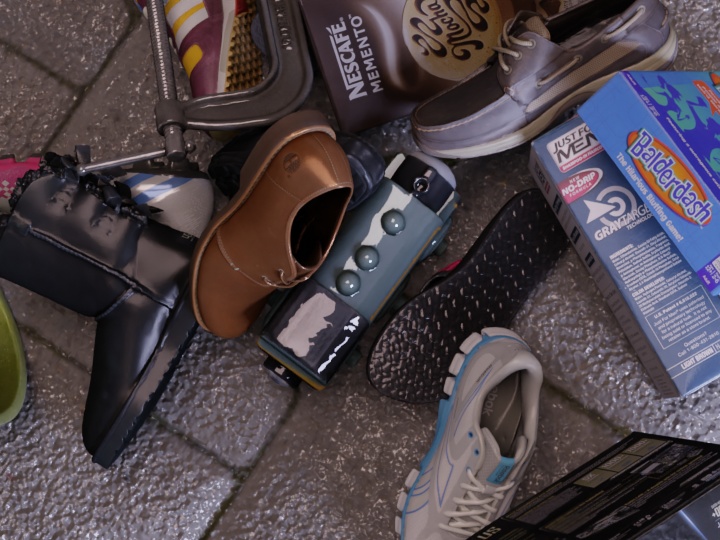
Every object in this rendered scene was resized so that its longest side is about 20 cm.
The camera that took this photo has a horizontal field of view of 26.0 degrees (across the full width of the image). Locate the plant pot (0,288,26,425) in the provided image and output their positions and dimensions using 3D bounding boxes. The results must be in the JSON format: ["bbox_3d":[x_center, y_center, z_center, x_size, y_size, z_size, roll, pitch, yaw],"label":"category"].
[{"bbox_3d":[-0.381,0.066,1.137,0.190,0.200,0.201,-29,74,12],"label":"plant pot"}]

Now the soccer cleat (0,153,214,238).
[{"bbox_3d":[-0.210,-0.043,1.186,0.199,0.070,0.087,1,87,12],"label":"soccer cleat"}]

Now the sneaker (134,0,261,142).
[{"bbox_3d":[-0.130,-0.190,1.213,0.090,0.075,0.201,-6,69,13],"label":"sneaker"}]

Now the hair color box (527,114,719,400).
[{"bbox_3d":[0.192,-0.011,1.087,0.060,0.100,0.200,-30,83,1],"label":"hair color box"}]

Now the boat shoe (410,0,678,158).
[{"bbox_3d":[0.121,-0.146,1.084,0.199,0.073,0.075,-26,36,-5],"label":"boat shoe"}]

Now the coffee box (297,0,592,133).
[{"bbox_3d":[0.062,-0.187,1.149,0.199,0.080,0.113,-18,109,3],"label":"coffee box"}]

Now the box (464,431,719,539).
[{"bbox_3d":[0.154,0.192,0.990,0.200,0.164,0.086,-29,99,-19],"label":"box"}]

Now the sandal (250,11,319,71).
[{"bbox_3d":[0.010,-0.216,1.208,0.200,0.043,0.076,-28,102,1],"label":"sandal"}]

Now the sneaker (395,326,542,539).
[{"bbox_3d":[0.078,0.140,1.071,0.075,0.087,0.201,13,93,-13],"label":"sneaker"}]

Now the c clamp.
[{"bbox_3d":[-0.121,-0.164,1.132,0.170,0.027,0.201,-5,60,-1],"label":"c clamp"}]

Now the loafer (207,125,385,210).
[{"bbox_3d":[-0.041,-0.083,1.121,0.070,0.200,0.068,-47,114,-21],"label":"loafer"}]

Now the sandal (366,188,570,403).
[{"bbox_3d":[0.080,0.023,1.141,0.075,0.045,0.200,47,72,-9],"label":"sandal"}]

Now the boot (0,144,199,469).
[{"bbox_3d":[-0.201,0.023,1.135,0.162,0.073,0.199,29,98,0],"label":"boot"}]

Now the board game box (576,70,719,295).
[{"bbox_3d":[0.248,-0.066,1.061,0.045,0.200,0.152,-43,72,30],"label":"board game box"}]

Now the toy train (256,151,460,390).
[{"bbox_3d":[0.000,0.000,1.114,0.085,0.114,0.200,38,85,-1],"label":"toy train"}]

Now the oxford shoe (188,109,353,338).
[{"bbox_3d":[-0.061,-0.011,1.041,0.071,0.200,0.071,-11,56,-35],"label":"oxford shoe"}]
